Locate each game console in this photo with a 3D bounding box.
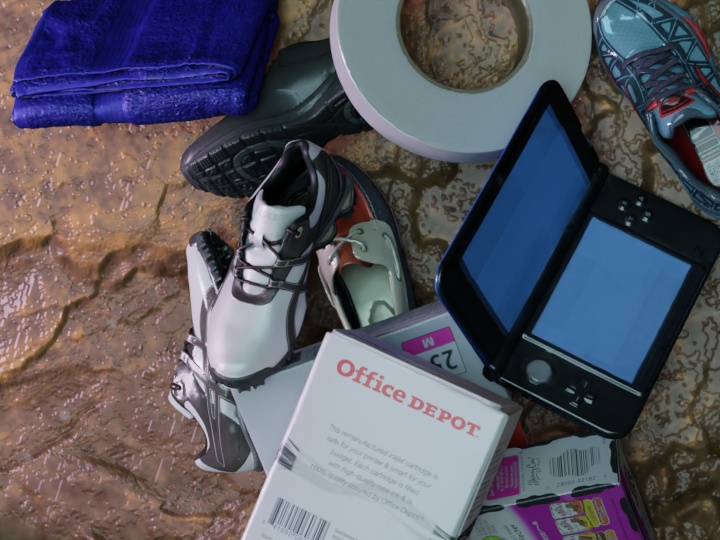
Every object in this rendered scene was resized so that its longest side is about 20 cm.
[{"bbox_3d":[0.166,-0.008,1.324,0.170,0.118,0.200,26,67,10],"label":"game console"}]

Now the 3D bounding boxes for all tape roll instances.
[{"bbox_3d":[0.077,-0.183,1.376,0.202,0.037,0.203,2,79,-10],"label":"tape roll"}]

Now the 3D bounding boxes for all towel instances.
[{"bbox_3d":[-0.171,-0.176,1.434,0.199,0.148,0.050,-2,136,13],"label":"towel"}]

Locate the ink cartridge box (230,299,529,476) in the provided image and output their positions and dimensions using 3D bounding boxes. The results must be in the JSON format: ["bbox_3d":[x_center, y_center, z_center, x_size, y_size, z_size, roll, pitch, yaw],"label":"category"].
[{"bbox_3d":[0.023,0.128,1.393,0.200,0.044,0.174,-20,105,8],"label":"ink cartridge box"}]

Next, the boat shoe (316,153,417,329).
[{"bbox_3d":[0.000,0.000,1.437,0.071,0.063,0.200,-21,87,16],"label":"boat shoe"}]

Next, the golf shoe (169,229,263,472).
[{"bbox_3d":[-0.121,0.070,1.457,0.094,0.078,0.200,-16,89,14],"label":"golf shoe"}]

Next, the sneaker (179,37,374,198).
[{"bbox_3d":[-0.056,-0.129,1.433,0.200,0.076,0.091,-28,52,-1],"label":"sneaker"}]

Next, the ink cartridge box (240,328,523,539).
[{"bbox_3d":[0.012,0.160,1.303,0.146,0.084,0.200,25,95,14],"label":"ink cartridge box"}]

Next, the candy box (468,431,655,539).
[{"bbox_3d":[0.118,0.203,1.387,0.200,0.061,0.137,-14,131,13],"label":"candy box"}]

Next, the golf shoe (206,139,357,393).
[{"bbox_3d":[-0.073,-0.009,1.361,0.078,0.095,0.200,13,69,20],"label":"golf shoe"}]

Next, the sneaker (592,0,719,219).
[{"bbox_3d":[0.243,-0.130,1.351,0.079,0.096,0.200,-35,85,12],"label":"sneaker"}]
